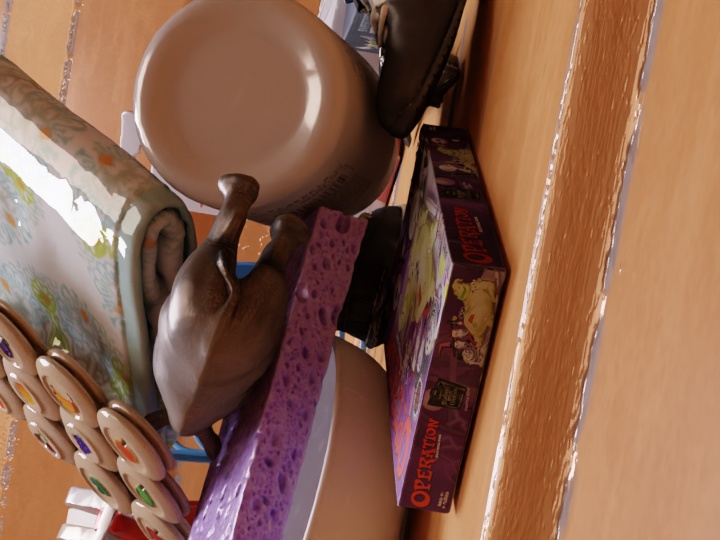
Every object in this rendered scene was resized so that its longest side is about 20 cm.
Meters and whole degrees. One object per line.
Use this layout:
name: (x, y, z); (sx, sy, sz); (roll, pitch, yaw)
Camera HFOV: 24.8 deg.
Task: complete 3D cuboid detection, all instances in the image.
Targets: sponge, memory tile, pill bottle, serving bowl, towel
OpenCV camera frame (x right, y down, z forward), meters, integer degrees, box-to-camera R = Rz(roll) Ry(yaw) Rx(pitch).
sponge: (-0.048, 0.072, 0.875); (0.112, 0.030, 0.200); (145, 142, -69)
memory tile: (-0.171, 0.081, 0.937); (0.017, 0.200, 0.153); (-42, -28, -23)
pill bottle: (-0.041, -0.081, 0.915); (0.200, 0.114, 0.115); (17, -98, -77)
serving bowl: (-0.020, 0.137, 0.875); (0.200, 0.066, 0.201); (-162, 90, -79)
towel: (-0.162, -0.003, 0.919); (0.048, 0.171, 0.200); (-33, -36, -35)

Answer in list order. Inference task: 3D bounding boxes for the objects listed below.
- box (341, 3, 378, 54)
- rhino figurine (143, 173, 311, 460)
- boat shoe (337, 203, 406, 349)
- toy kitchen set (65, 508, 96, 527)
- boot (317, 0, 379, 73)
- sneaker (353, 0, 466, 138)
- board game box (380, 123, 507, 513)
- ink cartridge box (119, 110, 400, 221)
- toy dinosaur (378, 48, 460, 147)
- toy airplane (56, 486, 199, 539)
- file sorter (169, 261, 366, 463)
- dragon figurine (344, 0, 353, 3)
box: (0.029, -0.262, 1.203); (0.200, 0.051, 0.158); (127, 151, -78)
rhino figurine: (-0.075, 0.038, 0.833); (0.200, 0.060, 0.088); (116, 171, -59)
boat shoe: (0.000, 0.000, 1.005); (0.200, 0.060, 0.074); (-98, 19, -72)
toy kitchen set: (-0.113, 0.285, 1.276); (0.163, 0.200, 0.181); (-4, 73, 42)
boot: (-0.002, -0.219, 1.426); (0.200, 0.073, 0.096); (117, 170, -45)
sneaker: (0.017, -0.165, 0.883); (0.074, 0.088, 0.200); (118, 165, -66)
board game box: (0.036, 0.015, 0.792); (0.200, 0.032, 0.120); (-95, 11, -68)
ink cartridge box: (-0.075, -0.093, 1.217); (0.117, 0.199, 0.068); (108, 170, -57)
toy dinosaur: (0.030, -0.131, 1.016); (0.200, 0.047, 0.088); (139, 133, -87)
toy airplane: (-0.109, 0.202, 1.100); (0.200, 0.199, 0.142); (168, 107, -83)
file sorter: (-0.088, 0.063, 1.078); (0.200, 0.138, 0.123); (18, -104, -70)
dragon figurine: (-0.006, -0.204, 0.988); (0.200, 0.059, 0.099); (-43, -15, -24)
